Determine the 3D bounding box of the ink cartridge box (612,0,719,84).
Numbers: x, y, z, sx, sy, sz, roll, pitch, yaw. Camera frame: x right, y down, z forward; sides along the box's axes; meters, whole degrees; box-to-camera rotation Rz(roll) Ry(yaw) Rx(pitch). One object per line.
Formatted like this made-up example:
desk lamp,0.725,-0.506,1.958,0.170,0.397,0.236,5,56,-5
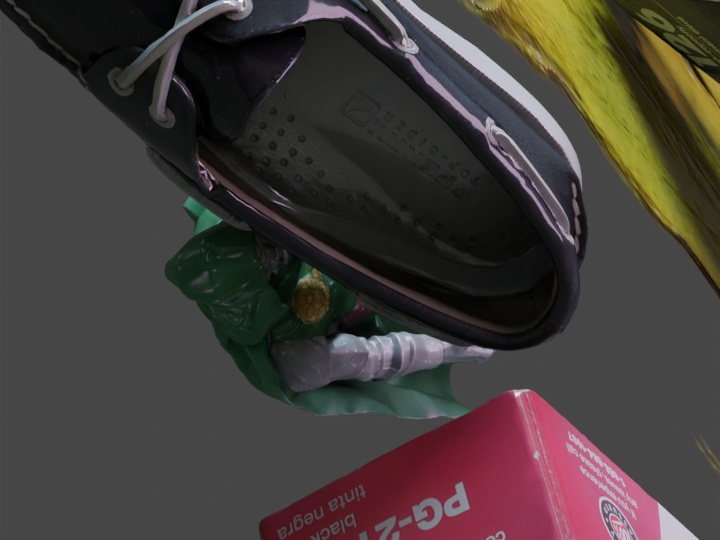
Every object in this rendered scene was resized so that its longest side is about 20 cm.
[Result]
ink cartridge box,0.207,-0.089,1.382,0.197,0.047,0.200,34,-9,-25

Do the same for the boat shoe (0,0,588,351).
boat shoe,-0.024,-0.051,0.726,0.199,0.076,0.060,30,23,-16

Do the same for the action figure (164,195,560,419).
action figure,0.000,0.000,0.832,0.200,0.055,0.119,-3,70,-66

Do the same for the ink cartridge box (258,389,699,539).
ink cartridge box,0.061,0.153,0.727,0.145,0.084,0.201,41,27,-49
